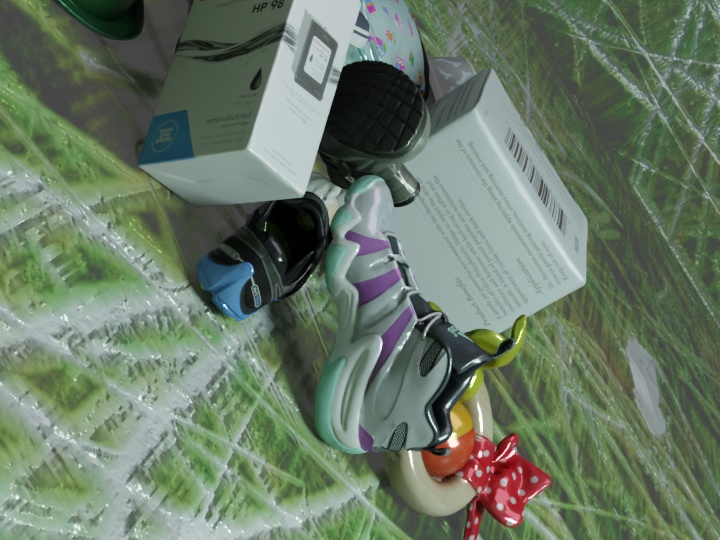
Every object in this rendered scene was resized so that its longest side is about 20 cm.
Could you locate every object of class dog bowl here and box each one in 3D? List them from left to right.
[{"bbox_3d":[0.110,-0.149,1.449,0.200,0.058,0.203,166,-90,-86],"label":"dog bowl"}]

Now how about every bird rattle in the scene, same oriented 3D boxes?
[{"bbox_3d":[0.069,0.130,1.026,0.162,0.111,0.204,-17,111,-48],"label":"bird rattle"}]

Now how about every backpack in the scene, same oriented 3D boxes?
[{"bbox_3d":[-0.007,-0.223,1.299,0.169,0.125,0.200,64,23,4],"label":"backpack"}]

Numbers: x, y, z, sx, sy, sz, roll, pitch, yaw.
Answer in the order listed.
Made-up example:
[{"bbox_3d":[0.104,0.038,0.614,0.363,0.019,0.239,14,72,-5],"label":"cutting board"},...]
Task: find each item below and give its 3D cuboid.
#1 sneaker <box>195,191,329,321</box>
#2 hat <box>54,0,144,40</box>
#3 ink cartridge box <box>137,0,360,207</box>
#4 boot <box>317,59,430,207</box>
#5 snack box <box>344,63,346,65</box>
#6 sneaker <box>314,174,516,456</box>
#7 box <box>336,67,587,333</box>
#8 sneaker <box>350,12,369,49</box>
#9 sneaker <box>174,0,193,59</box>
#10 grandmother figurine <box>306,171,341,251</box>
[{"bbox_3d":[-0.054,-0.019,0.948,0.071,0.082,0.200,57,19,-5],"label":"sneaker"},{"bbox_3d":[-0.156,-0.283,0.937,0.166,0.175,0.201,48,22,-27],"label":"hat"},{"bbox_3d":[-0.074,-0.153,0.918,0.067,0.115,0.203,36,61,-43],"label":"ink cartridge box"},{"bbox_3d":[0.013,-0.097,0.982,0.199,0.068,0.131,28,-15,51],"label":"boot"},{"bbox_3d":[-0.080,-0.207,1.038,0.200,0.024,0.073,44,31,-31],"label":"snack box"},{"bbox_3d":[0.046,0.034,0.919,0.078,0.138,0.204,3,90,-67],"label":"sneaker"},{"bbox_3d":[0.106,-0.058,1.266,0.200,0.170,0.200,55,19,-10],"label":"box"},{"bbox_3d":[-0.056,-0.275,1.127,0.199,0.080,0.078,31,8,-31],"label":"sneaker"},{"bbox_3d":[-0.119,-0.192,1.050,0.084,0.074,0.202,41,26,-49],"label":"sneaker"},{"bbox_3d":[0.000,0.000,1.102,0.201,0.060,0.121,54,-7,-8],"label":"grandmother figurine"}]
